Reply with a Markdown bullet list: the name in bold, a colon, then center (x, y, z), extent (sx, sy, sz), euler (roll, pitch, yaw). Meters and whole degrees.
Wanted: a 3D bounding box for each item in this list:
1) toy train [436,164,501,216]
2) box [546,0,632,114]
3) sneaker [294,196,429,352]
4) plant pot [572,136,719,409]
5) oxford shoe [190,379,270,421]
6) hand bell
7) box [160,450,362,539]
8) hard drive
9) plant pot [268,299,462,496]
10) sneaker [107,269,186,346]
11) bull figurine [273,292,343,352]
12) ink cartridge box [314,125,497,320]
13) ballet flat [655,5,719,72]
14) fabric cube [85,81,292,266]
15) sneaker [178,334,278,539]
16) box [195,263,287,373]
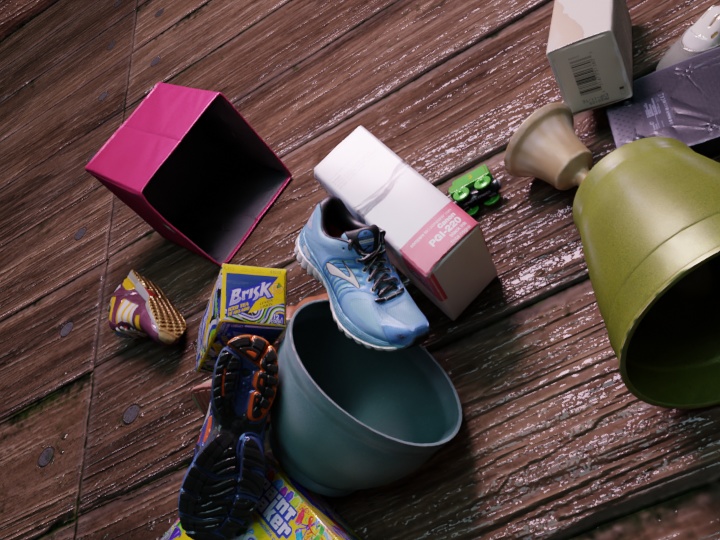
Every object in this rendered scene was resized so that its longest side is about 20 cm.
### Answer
- **toy train**: center (0.090, -0.075, 0.927), extent (0.199, 0.042, 0.057), euler (-27, 35, 15)
- **box**: center (0.291, -0.294, 0.889), extent (0.077, 0.095, 0.200), euler (-13, 36, 30)
- **sneaker**: center (0.000, 0.000, 0.728), extent (0.078, 0.090, 0.200), euler (-19, 54, -35)
- **plant pot**: center (0.287, -0.017, 0.632), extent (0.200, 0.200, 0.193), euler (-29, 40, 13)
- **oxford shoe**: center (-0.129, 0.153, 0.896), extent (0.199, 0.071, 0.074), euler (-7, 27, 33)
- **hand bell**: center (0.267, -0.094, 0.801), extent (0.104, 0.104, 0.200), euler (-40, 56, 1)
- **box**: center (-0.092, 0.312, 0.688), extent (0.193, 0.122, 0.200), euler (-49, 44, -10)
- **hard drive**: center (0.387, -0.185, 0.800), extent (0.199, 0.042, 0.135), euler (-18, 48, 24)
- **plant pot**: center (-0.015, 0.146, 0.735), extent (0.134, 0.200, 0.201), euler (-56, 38, 25)
- **sneaker**: center (-0.334, 0.079, 1.089), extent (0.090, 0.075, 0.200), euler (-51, 37, 1)
- **bull figurine**: center (-0.043, 0.058, 0.878), extent (0.200, 0.121, 0.065), euler (-26, 88, 27)
- **ink cartridge box**: center (0.053, -0.054, 0.821), extent (0.085, 0.146, 0.200), euler (-45, 61, -3)
- **ballet flat**: center (0.442, -0.296, 0.833), extent (0.199, 0.064, 0.068), euler (-24, 46, 18)
- **fabric cube**: center (-0.274, -0.157, 1.135), extent (0.199, 0.196, 0.200), euler (22, 71, 43)
- **sneaker**: center (-0.121, 0.161, 0.682), extent (0.078, 0.075, 0.201), euler (163, 124, -80)
- **box**: center (-0.134, 0.060, 0.779), extent (0.200, 0.070, 0.065), euler (131, 141, -61)
